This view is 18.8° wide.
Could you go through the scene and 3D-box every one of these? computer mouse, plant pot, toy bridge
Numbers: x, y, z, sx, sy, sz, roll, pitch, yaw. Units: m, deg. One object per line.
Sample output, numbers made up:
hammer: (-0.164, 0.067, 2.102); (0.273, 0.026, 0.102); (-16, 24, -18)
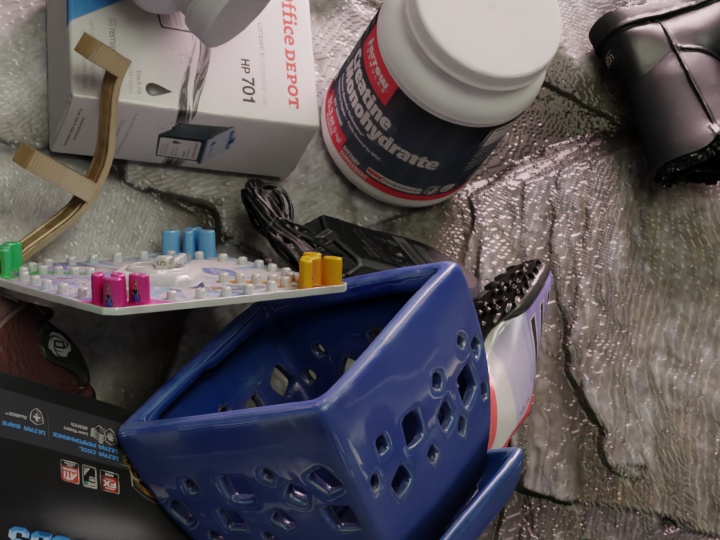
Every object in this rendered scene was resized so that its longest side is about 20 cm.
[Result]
computer mouse: (0.000, 0.000, 1.674); (0.199, 0.053, 0.139); (18, 19, -29)
plant pot: (-0.014, 0.127, 1.508); (0.200, 0.199, 0.181); (-44, 114, -46)
toy bridge: (-0.222, -0.070, 1.593); (0.067, 0.027, 0.201); (28, 91, -40)

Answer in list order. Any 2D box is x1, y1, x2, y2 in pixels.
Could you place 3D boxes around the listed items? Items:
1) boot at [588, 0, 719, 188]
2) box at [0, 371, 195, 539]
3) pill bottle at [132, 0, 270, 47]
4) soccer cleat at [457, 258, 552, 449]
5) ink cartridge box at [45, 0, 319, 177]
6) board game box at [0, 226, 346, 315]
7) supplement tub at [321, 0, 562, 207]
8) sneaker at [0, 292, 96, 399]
boot: (0.313, -0.161, 1.899); (0.199, 0.077, 0.169); (-14, 66, -22)
box: (-0.188, 0.185, 1.459); (0.199, 0.049, 0.200); (23, 53, -44)
pill bottle: (-0.154, -0.265, 1.633); (0.200, 0.112, 0.112); (45, 55, 10)
soccer cleat: (0.111, 0.076, 1.702); (0.073, 0.068, 0.201); (47, 48, -23)
ink cartridge box: (-0.140, -0.163, 1.700); (0.198, 0.086, 0.147); (5, 60, -19)
board game box: (-0.144, -0.002, 1.537); (0.199, 0.199, 0.026); (-5, 101, -37)
supplement tub: (0.062, -0.152, 1.712); (0.139, 0.200, 0.141); (10, 59, -18)
sneaker: (-0.236, 0.108, 1.522); (0.115, 0.075, 0.202); (11, 68, -34)
